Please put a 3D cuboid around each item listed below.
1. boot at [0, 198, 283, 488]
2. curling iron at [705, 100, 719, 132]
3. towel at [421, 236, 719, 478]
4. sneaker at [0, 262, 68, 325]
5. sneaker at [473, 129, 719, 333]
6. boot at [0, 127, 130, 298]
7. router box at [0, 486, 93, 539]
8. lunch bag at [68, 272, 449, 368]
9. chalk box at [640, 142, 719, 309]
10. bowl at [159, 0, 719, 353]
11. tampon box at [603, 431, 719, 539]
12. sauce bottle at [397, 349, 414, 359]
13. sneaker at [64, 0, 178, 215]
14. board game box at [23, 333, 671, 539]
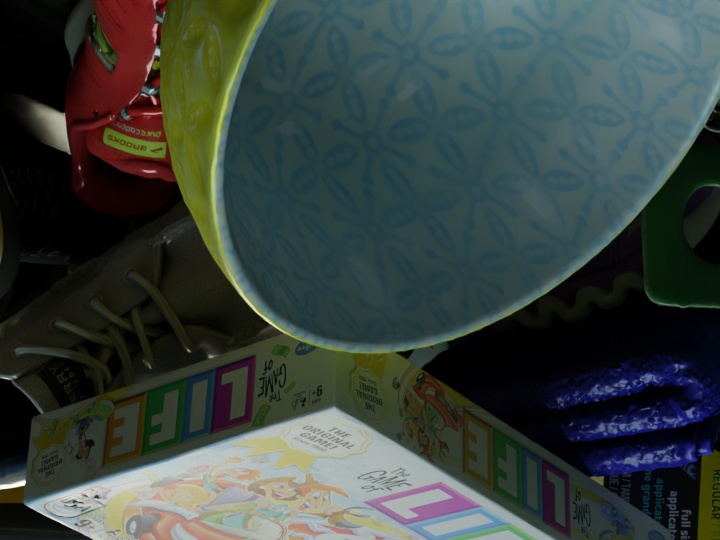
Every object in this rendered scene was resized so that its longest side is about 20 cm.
[{"bbox_3d":[-0.077,0.027,0.870,0.074,0.096,0.200,52,137,-4],"label":"boot"},{"bbox_3d":[0.064,-0.020,0.867,0.200,0.026,0.050,-38,150,-1],"label":"curling iron"},{"bbox_3d":[0.091,0.039,0.954,0.148,0.050,0.200,-16,-172,24],"label":"towel"},{"bbox_3d":[-0.175,0.008,1.022,0.090,0.067,0.200,28,-169,29],"label":"sneaker"},{"bbox_3d":[0.042,-0.025,0.959,0.200,0.081,0.089,-16,115,23],"label":"sneaker"},{"bbox_3d":[-0.128,-0.023,0.927,0.138,0.077,0.200,24,-167,-32],"label":"boot"},{"bbox_3d":[-0.128,0.127,1.281,0.200,0.051,0.149,1,-162,16],"label":"router box"},{"bbox_3d":[-0.059,0.055,1.163,0.200,0.077,0.160,1,156,15],"label":"lunch bag"},{"bbox_3d":[0.195,-0.020,0.825,0.200,0.125,0.124,-5,154,12],"label":"chalk box"},{"bbox_3d":[0.013,-0.086,0.746,0.108,0.200,0.200,45,-176,39],"label":"bowl"},{"bbox_3d":[0.218,0.084,1.056,0.200,0.150,0.126,-3,157,23],"label":"tampon box"},{"bbox_3d":[0.000,0.000,0.911,0.065,0.065,0.200,13,124,-13],"label":"sauce bottle"},{"bbox_3d":[-0.063,-0.074,0.850,0.077,0.085,0.200,10,157,-9],"label":"sneaker"},{"bbox_3d":[0.000,0.086,0.861,0.134,0.034,0.200,-20,143,33],"label":"board game box"}]
